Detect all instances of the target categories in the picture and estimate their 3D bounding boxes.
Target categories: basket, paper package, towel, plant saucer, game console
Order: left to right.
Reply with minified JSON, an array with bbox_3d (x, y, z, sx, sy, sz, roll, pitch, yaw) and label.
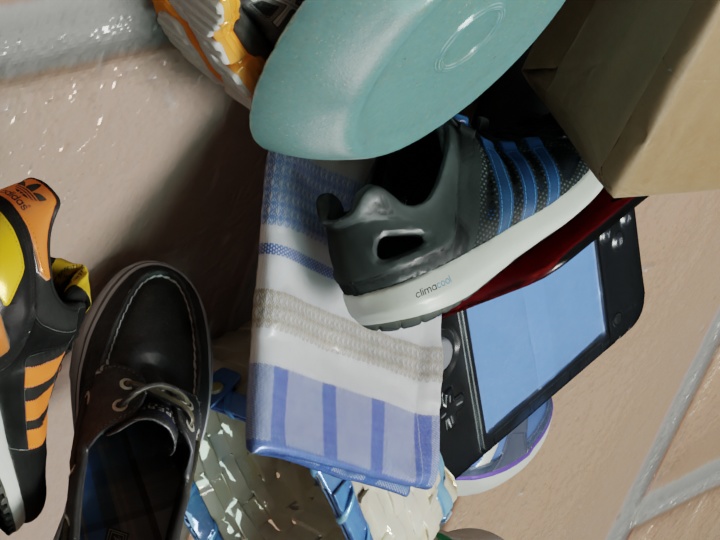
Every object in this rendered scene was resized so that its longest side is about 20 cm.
[{"bbox_3d":[-0.051,0.127,1.278,0.200,0.139,0.177,-47,133,-36],"label":"basket"},{"bbox_3d":[0.000,0.000,1.213,0.147,0.024,0.201,22,69,-53],"label":"towel"},{"bbox_3d":[0.038,-0.113,1.109,0.200,0.036,0.200,-40,165,-13],"label":"plant saucer"},{"bbox_3d":[0.122,0.011,1.348,0.200,0.118,0.173,-36,129,-36],"label":"game console"},{"bbox_3d":[0.205,-0.133,1.206,0.199,0.104,0.191,-7,143,-29],"label":"paper package"}]

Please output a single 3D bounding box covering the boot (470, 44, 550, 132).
[{"bbox_3d":[0.085,-0.120,1.292,0.165,0.066,0.200,-18,144,-43],"label":"boot"}]

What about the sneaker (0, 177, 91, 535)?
[{"bbox_3d":[-0.150,0.040,1.121,0.090,0.070,0.200,-38,150,-22],"label":"sneaker"}]

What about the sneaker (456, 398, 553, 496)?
[{"bbox_3d":[0.058,0.055,1.443,0.200,0.081,0.147,-14,141,-41],"label":"sneaker"}]

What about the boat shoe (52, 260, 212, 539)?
[{"bbox_3d":[-0.103,0.082,1.148,0.066,0.070,0.201,-40,-148,60],"label":"boat shoe"}]

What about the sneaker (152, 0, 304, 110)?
[{"bbox_3d":[-0.054,-0.137,1.045,0.077,0.078,0.200,-47,163,-7],"label":"sneaker"}]

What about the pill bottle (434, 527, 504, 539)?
[{"bbox_3d":[0.017,0.219,1.554,0.200,0.113,0.113,-7,131,-54],"label":"pill bottle"}]

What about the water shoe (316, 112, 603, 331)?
[{"bbox_3d":[0.055,-0.047,1.212,0.200,0.071,0.079,-41,115,-46],"label":"water shoe"}]
